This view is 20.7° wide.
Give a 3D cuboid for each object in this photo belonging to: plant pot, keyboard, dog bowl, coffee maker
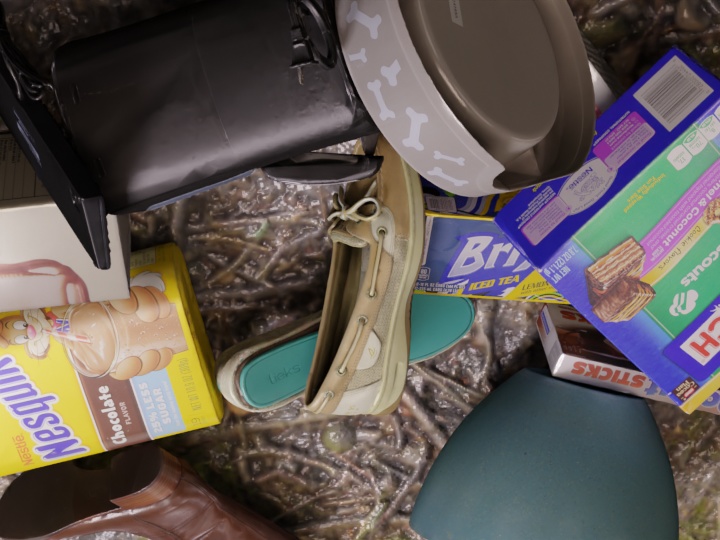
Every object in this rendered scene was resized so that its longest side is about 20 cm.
[{"bbox_3d":[0.148,0.147,1.456,0.200,0.200,0.135,13,94,-14],"label":"plant pot"},{"bbox_3d":[-0.206,-0.102,1.240,0.021,0.200,0.127,-26,143,-16],"label":"keyboard"},{"bbox_3d":[0.062,-0.136,1.196,0.059,0.200,0.200,-25,124,34],"label":"dog bowl"},{"bbox_3d":[-0.088,-0.122,1.232,0.200,0.135,0.192,-17,161,20],"label":"coffee maker"}]

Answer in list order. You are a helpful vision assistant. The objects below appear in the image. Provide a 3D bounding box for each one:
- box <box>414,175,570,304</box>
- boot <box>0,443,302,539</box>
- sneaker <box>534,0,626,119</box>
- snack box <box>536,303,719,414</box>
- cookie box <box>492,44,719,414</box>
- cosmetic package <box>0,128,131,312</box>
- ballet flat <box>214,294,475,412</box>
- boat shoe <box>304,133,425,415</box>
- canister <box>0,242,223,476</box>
[{"bbox_3d":[0.132,-0.021,1.407,0.200,0.064,0.070,4,121,-8],"label":"box"},{"bbox_3d":[-0.155,0.208,1.522,0.186,0.064,0.200,-14,144,33],"label":"boot"},{"bbox_3d":[0.118,-0.116,1.342,0.105,0.075,0.200,-36,114,15],"label":"sneaker"},{"bbox_3d":[0.231,0.072,1.470,0.200,0.072,0.024,13,119,-14],"label":"snack box"},{"bbox_3d":[0.217,-0.023,1.324,0.171,0.075,0.200,-44,129,7],"label":"cookie box"},{"bbox_3d":[-0.258,-0.031,1.336,0.200,0.103,0.087,-6,124,-1],"label":"cosmetic package"},{"bbox_3d":[-0.014,0.046,1.432,0.200,0.062,0.068,-16,106,-20],"label":"ballet flat"},{"bbox_3d":[-0.001,0.000,1.365,0.063,0.073,0.201,2,99,-26],"label":"boat shoe"},{"bbox_3d":[-0.210,0.067,1.412,0.200,0.087,0.149,-14,122,1],"label":"canister"}]
